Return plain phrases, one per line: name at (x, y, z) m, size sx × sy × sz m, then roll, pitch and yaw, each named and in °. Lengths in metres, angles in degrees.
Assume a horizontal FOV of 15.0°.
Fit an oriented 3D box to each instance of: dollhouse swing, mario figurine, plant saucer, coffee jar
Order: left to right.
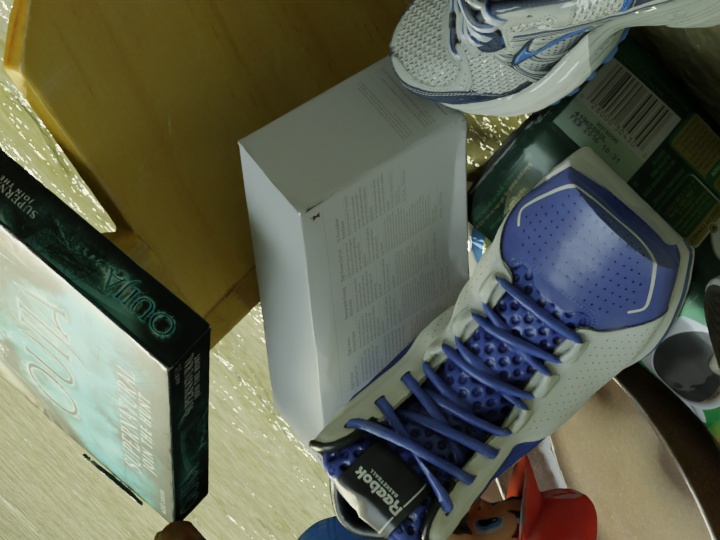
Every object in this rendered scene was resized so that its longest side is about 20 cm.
dollhouse swing at (-0.080, -0.086, 1.208) m, size 0.176 × 0.200 × 0.182 m, roll 50°, pitch 159°, yaw -16°
mario figurine at (0.005, 0.117, 1.210) m, size 0.106 × 0.199 × 0.124 m, roll 80°, pitch -179°, yaw -55°
plant saucer at (0.120, 0.105, 1.223) m, size 0.200 × 0.034 × 0.201 m, roll 48°, pitch 153°, yaw 34°
coffee jar at (0.145, 0.002, 1.124) m, size 0.200 × 0.085 × 0.104 m, roll 43°, pitch 148°, yaw 1°

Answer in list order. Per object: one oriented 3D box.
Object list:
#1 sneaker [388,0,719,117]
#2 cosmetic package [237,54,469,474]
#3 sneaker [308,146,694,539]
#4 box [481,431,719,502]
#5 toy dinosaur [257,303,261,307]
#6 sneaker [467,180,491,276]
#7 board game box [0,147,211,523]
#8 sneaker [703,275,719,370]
sneaker at (0.063, -0.112, 0.994) m, size 0.085 × 0.077 × 0.200 m, roll 5°, pitch 163°, yaw -35°
cosmetic package at (0.000, 0.000, 1.153) m, size 0.051 × 0.082 × 0.200 m, roll 47°, pitch 159°, yaw 28°
sneaker at (0.047, 0.052, 1.083) m, size 0.081 × 0.115 × 0.199 m, roll 41°, pitch 132°, yaw 2°
box at (0.156, 0.146, 1.368) m, size 0.200 × 0.109 × 0.128 m, roll 33°, pitch 159°, yaw 26°
toy dinosaur at (-0.020, -0.037, 1.365) m, size 0.077 × 0.102 × 0.200 m, roll 35°, pitch 152°, yaw -9°
sneaker at (0.031, 0.029, 1.372) m, size 0.076 × 0.105 × 0.200 m, roll 40°, pitch 161°, yaw 6°
board game box at (-0.123, 0.030, 1.183) m, size 0.135 × 0.028 × 0.200 m, roll 39°, pitch 159°, yaw 14°
sneaker at (0.196, 0.078, 1.041) m, size 0.073 × 0.084 × 0.200 m, roll 42°, pitch 152°, yaw 58°
